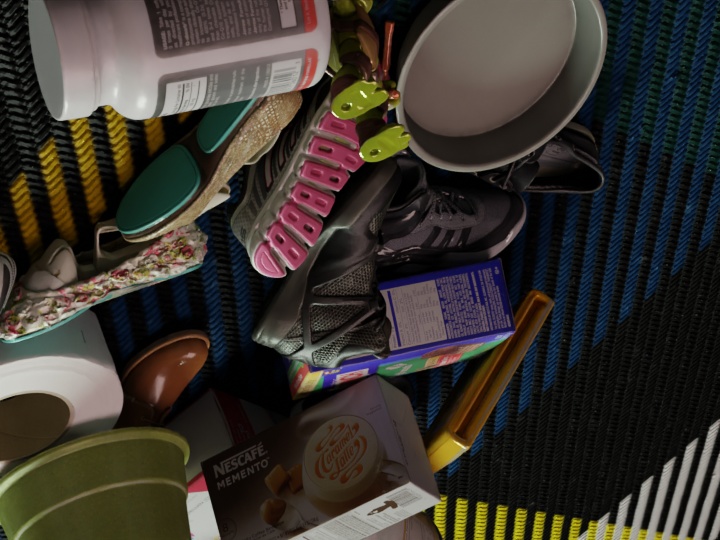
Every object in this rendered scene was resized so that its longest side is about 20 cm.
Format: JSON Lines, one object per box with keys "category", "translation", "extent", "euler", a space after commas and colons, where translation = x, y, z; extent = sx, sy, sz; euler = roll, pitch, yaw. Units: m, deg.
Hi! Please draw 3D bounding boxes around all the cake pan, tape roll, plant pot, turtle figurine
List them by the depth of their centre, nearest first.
{"category": "turtle figurine", "translation": [-0.006, -0.174, 1.322], "extent": [0.064, 0.162, 0.201], "euler": [-10, 138, 3]}
{"category": "cake pan", "translation": [0.113, -0.174, 1.467], "extent": [0.198, 0.037, 0.202], "euler": [-17, 135, -17]}
{"category": "tape roll", "translation": [-0.314, 0.113, 1.553], "extent": [0.200, 0.071, 0.203], "euler": [-18, 145, -13]}
{"category": "plant pot", "translation": [-0.225, 0.275, 1.603], "extent": [0.198, 0.192, 0.201], "euler": [-18, 154, -9]}

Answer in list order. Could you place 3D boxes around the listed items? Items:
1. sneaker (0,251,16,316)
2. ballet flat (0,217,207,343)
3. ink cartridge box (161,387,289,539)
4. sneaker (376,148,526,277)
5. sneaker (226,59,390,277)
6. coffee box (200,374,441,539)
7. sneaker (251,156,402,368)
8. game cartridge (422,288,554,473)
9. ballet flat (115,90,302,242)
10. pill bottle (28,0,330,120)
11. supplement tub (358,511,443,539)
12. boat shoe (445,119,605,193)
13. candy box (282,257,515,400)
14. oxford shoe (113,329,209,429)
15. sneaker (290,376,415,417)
{"category": "sneaker", "translation": [-0.362, 0.064, 1.410], "extent": [0.114, 0.076, 0.202], "euler": [21, 92, -8]}
{"category": "ballet flat", "translation": [-0.225, -0.006, 1.471], "extent": [0.198, 0.076, 0.065], "euler": [-23, 121, -15]}
{"category": "ink cartridge box", "translation": [-0.132, 0.215, 1.804], "extent": [0.147, 0.086, 0.199], "euler": [-40, 143, 18]}
{"category": "sneaker", "translation": [0.066, -0.058, 1.580], "extent": [0.198, 0.076, 0.114], "euler": [-13, 147, -16]}
{"category": "sneaker", "translation": [-0.051, -0.098, 1.455], "extent": [0.073, 0.087, 0.201], "euler": [23, 100, -47]}
{"category": "coffee box", "translation": [-0.038, 0.199, 1.646], "extent": [0.198, 0.115, 0.080], "euler": [-27, 151, 16]}
{"category": "sneaker", "translation": [0.000, 0.000, 1.502], "extent": [0.113, 0.076, 0.201], "euler": [29, 103, -11]}
{"category": "game cartridge", "translation": [0.116, 0.118, 1.756], "extent": [0.177, 0.032, 0.200], "euler": [-57, -178, -20]}
{"category": "ballet flat", "translation": [-0.118, -0.088, 1.420], "extent": [0.200, 0.071, 0.065], "euler": [-43, 141, 24]}
{"category": "pill bottle", "translation": [-0.131, -0.173, 1.255], "extent": [0.198, 0.117, 0.116], "euler": [-13, 144, -20]}
{"category": "supplement tub", "translation": [-0.006, 0.277, 1.771], "extent": [0.144, 0.145, 0.200], "euler": [-31, 146, 7]}
{"category": "boat shoe", "translation": [0.148, -0.101, 1.589], "extent": [0.198, 0.067, 0.075], "euler": [10, 133, -42]}
{"category": "candy box", "translation": [0.029, 0.057, 1.640], "extent": [0.198, 0.078, 0.169], "euler": [-10, 170, -9]}
{"category": "oxford shoe", "translation": [-0.203, 0.135, 1.660], "extent": [0.071, 0.072, 0.200], "euler": [16, 126, -44]}
{"category": "sneaker", "translation": [0.024, 0.162, 1.833], "extent": [0.113, 0.076, 0.199], "euler": [-38, 143, 20]}
